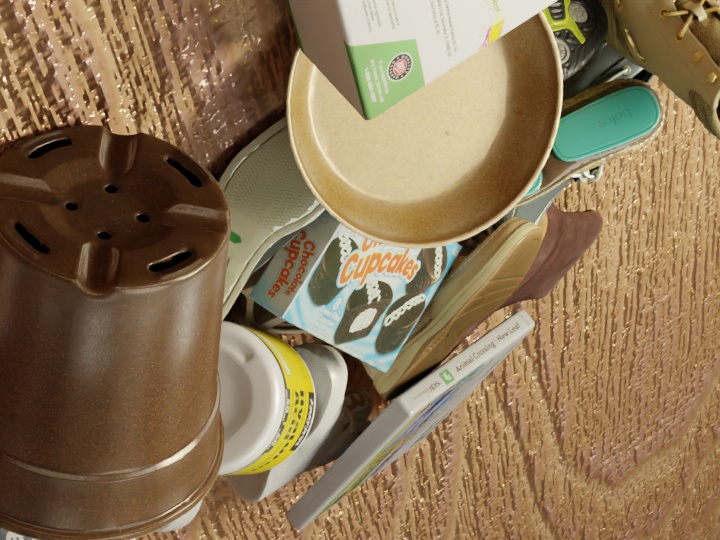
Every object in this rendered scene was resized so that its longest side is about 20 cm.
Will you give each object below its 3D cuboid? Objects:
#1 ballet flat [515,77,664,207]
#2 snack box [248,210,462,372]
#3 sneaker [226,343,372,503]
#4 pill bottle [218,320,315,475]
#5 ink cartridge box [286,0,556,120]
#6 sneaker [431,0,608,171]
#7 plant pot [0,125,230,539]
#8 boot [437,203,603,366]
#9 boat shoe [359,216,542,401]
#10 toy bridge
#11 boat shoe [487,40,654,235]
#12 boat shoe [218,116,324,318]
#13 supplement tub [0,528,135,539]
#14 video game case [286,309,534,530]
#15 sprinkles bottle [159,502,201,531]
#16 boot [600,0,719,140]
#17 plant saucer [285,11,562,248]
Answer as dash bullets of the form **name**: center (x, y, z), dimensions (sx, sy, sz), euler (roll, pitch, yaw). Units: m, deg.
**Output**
- **ballet flat**: center (0.130, -0.087, 1.678), dimensions (0.199, 0.071, 0.065), euler (-16, 179, -5)
- **snack box**: center (0.000, 0.000, 1.659), dimensions (0.117, 0.037, 0.200), euler (-59, 154, 0)
- **sneaker**: center (-0.033, 0.107, 1.852), dimensions (0.115, 0.074, 0.200), euler (-23, 160, -36)
- **pill bottle**: center (-0.093, 0.096, 1.668), dimensions (0.111, 0.111, 0.200), euler (-41, 171, 4)
- **ink cartridge box**: center (0.052, -0.210, 1.391), dimensions (0.200, 0.084, 0.145), euler (-33, 145, -12)
- **sneaker**: center (0.097, -0.137, 1.614), dimensions (0.200, 0.075, 0.076), euler (-41, 178, -24)
- **plant pot**: center (-0.170, 0.031, 1.405), dimensions (0.200, 0.200, 0.199), euler (-21, 142, -34)
- **boot**: center (0.110, 0.024, 1.895), dimensions (0.166, 0.072, 0.200), euler (5, 127, -54)
- **boat shoe**: center (0.063, 0.020, 1.778), dimensions (0.200, 0.065, 0.071), euler (-47, 161, 28)
- **toy bridge**: center (-0.054, 0.022, 1.700), dimensions (0.067, 0.027, 0.200), euler (-23, 160, 18)
- **boat shoe**: center (0.163, -0.099, 1.745), dimensions (0.073, 0.062, 0.201), euler (-4, 127, -57)
- **boat shoe**: center (-0.076, -0.042, 1.563), dimensions (0.200, 0.072, 0.068), euler (-49, -168, 4)
- **supplement tub**: center (-0.264, 0.168, 1.503), dimensions (0.199, 0.141, 0.141), euler (6, 132, -36)
- **video game case**: center (0.041, 0.125, 1.891), dimensions (0.182, 0.022, 0.200), euler (-32, 168, -45)
- **sprinkles bottle**: center (-0.203, 0.167, 1.709), dimensions (0.068, 0.068, 0.200), euler (-49, 153, 20)
- **boot**: center (0.227, -0.192, 1.581), dimensions (0.073, 0.156, 0.200), euler (-27, 140, -14)
- **plant saucer**: center (0.039, -0.116, 1.504), dimensions (0.199, 0.035, 0.201), euler (-5, 104, -20)
